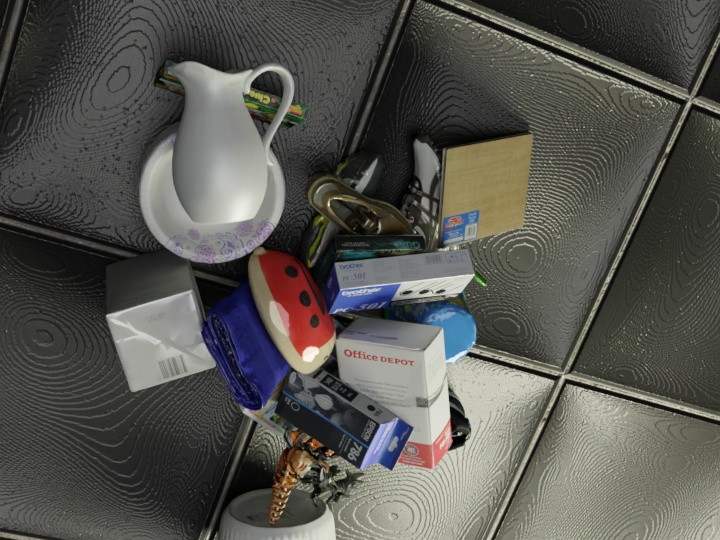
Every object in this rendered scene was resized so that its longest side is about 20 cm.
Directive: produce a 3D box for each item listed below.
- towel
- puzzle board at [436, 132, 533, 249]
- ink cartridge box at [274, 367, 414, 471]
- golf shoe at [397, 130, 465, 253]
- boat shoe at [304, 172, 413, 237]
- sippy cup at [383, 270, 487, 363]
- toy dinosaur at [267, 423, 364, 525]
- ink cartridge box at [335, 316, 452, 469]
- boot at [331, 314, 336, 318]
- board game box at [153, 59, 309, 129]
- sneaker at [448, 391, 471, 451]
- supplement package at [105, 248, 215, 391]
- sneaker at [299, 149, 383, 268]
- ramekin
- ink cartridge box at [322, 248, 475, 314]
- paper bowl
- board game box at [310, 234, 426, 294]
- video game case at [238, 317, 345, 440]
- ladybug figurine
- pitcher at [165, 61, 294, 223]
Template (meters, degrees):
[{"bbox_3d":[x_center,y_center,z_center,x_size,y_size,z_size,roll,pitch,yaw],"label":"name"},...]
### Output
[{"bbox_3d":[-0.155,0.097,1.369,0.049,0.200,0.148,-21,100,15],"label":"towel"},{"bbox_3d":[0.186,-0.123,1.486,0.200,0.017,0.151,-15,117,-41],"label":"puzzle board"},{"bbox_3d":[-0.027,0.220,1.455,0.200,0.039,0.100,30,123,13],"label":"ink cartridge box"},{"bbox_3d":[0.094,-0.105,1.484,0.094,0.078,0.201,-17,112,-7],"label":"golf shoe"},{"bbox_3d":[0.009,-0.067,1.402,0.200,0.076,0.072,23,104,-38],"label":"boat shoe"},{"bbox_3d":[0.116,0.077,1.528,0.139,0.130,0.179,4,109,-16],"label":"sippy cup"},{"bbox_3d":[-0.081,0.298,1.527,0.200,0.102,0.136,-47,115,-1],"label":"toy dinosaur"},{"bbox_3d":[0.052,0.179,1.467,0.146,0.083,0.201,7,116,27],"label":"ink cartridge box"},{"bbox_3d":[-0.126,0.109,1.527,0.199,0.075,0.097,-19,136,-13],"label":"boot"},{"bbox_3d":[-0.178,-0.238,1.350,0.199,0.105,0.024,16,83,-18],"label":"board game box"},{"bbox_3d":[0.095,0.231,1.574,0.199,0.112,0.073,13,117,-27],"label":"sneaker"},{"bbox_3d":[-0.282,0.060,1.382,0.121,0.200,0.120,-17,113,-7],"label":"supplement package"},{"bbox_3d":[-0.015,-0.086,1.475,0.084,0.074,0.200,21,107,-36],"label":"sneaker"},{"bbox_3d":[-0.131,0.423,1.564,0.199,0.200,0.106,-1,101,-14],"label":"ramekin"},{"bbox_3d":[0.053,0.016,1.406,0.199,0.094,0.044,-6,68,-16],"label":"ink cartridge box"},{"bbox_3d":[-0.211,-0.119,1.386,0.200,0.104,0.202,-5,111,-12],"label":"paper bowl"},{"bbox_3d":[0.000,0.000,1.445,0.135,0.200,0.028,-2,68,-19],"label":"board game box"},{"bbox_3d":[-0.064,0.187,1.553,0.200,0.024,0.182,-43,133,4],"label":"video game case"},{"bbox_3d":[-0.094,0.052,1.403,0.072,0.136,0.200,-21,113,14],"label":"ladybug figurine"},{"bbox_3d":[-0.160,-0.167,1.271,0.171,0.121,0.201,-8,102,-26],"label":"pitcher"}]
